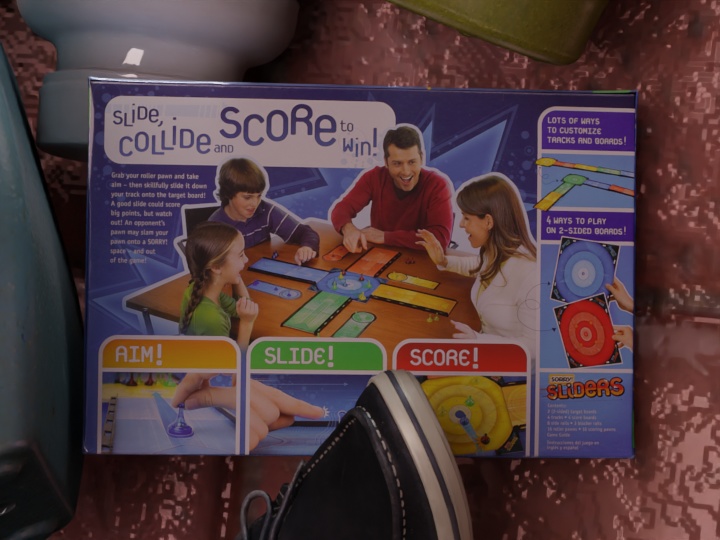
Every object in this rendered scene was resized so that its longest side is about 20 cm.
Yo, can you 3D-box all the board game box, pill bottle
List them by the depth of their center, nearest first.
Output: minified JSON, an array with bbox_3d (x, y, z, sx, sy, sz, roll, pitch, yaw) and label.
[{"bbox_3d":[0.000,0.000,0.797,0.199,0.034,0.136,2,88,-6],"label":"board game box"},{"bbox_3d":[-0.075,-0.142,0.858,0.111,0.111,0.201,4,86,23],"label":"pill bottle"}]

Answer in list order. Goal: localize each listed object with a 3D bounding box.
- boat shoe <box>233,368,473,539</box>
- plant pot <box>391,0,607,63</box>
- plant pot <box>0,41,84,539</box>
[{"bbox_3d":[-0.009,0.106,0.765,0.062,0.200,0.075,-13,60,-23],"label":"boat shoe"},{"bbox_3d":[0.050,-0.183,0.764,0.200,0.200,0.193,27,100,23],"label":"plant pot"},{"bbox_3d":[-0.194,0.012,0.771,0.195,0.196,0.200,-21,71,-7],"label":"plant pot"}]
